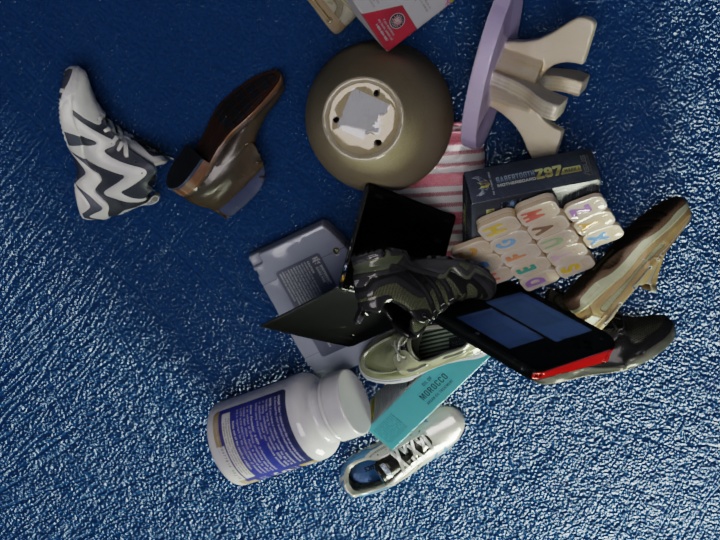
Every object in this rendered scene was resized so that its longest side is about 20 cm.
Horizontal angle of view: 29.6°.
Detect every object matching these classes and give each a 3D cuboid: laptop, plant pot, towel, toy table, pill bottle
[{"bbox_3d":[0.000,0.000,1.695,0.115,0.187,0.202,15,89,39],"label":"laptop"},{"bbox_3d":[0.012,-0.180,1.596,0.185,0.200,0.189,1,97,7],"label":"plant pot"},{"bbox_3d":[0.088,-0.094,1.743,0.145,0.030,0.202,-2,114,5],"label":"towel"},{"bbox_3d":[0.199,-0.225,1.608,0.116,0.184,0.201,19,126,13],"label":"toy table"},{"bbox_3d":[-0.093,0.203,1.810,0.199,0.120,0.120,-21,110,23],"label":"pill bottle"}]

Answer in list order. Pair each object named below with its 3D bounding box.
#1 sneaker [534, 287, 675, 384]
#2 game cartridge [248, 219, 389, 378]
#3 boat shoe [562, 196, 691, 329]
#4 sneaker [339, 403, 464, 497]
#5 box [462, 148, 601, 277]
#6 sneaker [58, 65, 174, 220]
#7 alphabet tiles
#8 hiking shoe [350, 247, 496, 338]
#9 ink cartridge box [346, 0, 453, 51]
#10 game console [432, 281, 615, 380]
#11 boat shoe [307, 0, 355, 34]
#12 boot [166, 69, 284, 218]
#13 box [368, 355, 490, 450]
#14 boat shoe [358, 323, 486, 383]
[{"bbox_3d":[0.304,0.073,1.765,0.198,0.076,0.115,-12,117,15],"label":"sneaker"},{"bbox_3d":[-0.044,0.037,1.801,0.132,0.042,0.201,-25,108,9],"label":"game cartridge"},{"bbox_3d":[0.349,-0.005,1.720,0.200,0.072,0.076,-43,99,5],"label":"boat shoe"},{"bbox_3d":[0.059,0.252,1.861,0.199,0.073,0.072,-33,105,15],"label":"sneaker"},{"bbox_3d":[0.205,-0.062,1.661,0.156,0.051,0.200,-12,150,-1],"label":"box"},{"bbox_3d":[-0.303,-0.164,1.718,0.128,0.080,0.201,-6,107,1],"label":"sneaker"},{"bbox_3d":[0.216,-0.031,1.651,0.194,0.015,0.200,-20,150,17],"label":"alphabet tiles"},{"bbox_3d":[0.073,0.032,1.613,0.199,0.076,0.102,8,84,-29],"label":"hiking shoe"},{"bbox_3d":[0.063,-0.370,1.545,0.200,0.086,0.148,-38,141,2],"label":"ink cartridge box"},{"bbox_3d":[0.193,0.069,1.663,0.199,0.176,0.031,30,115,39],"label":"game console"},{"bbox_3d":[-0.081,-0.365,1.621,0.200,0.072,0.065,41,108,-18],"label":"boat shoe"},{"bbox_3d":[-0.148,-0.158,1.726,0.200,0.075,0.097,-45,129,8],"label":"boot"},{"bbox_3d":[0.092,0.142,1.807,0.049,0.082,0.200,40,110,-13],"label":"box"},{"bbox_3d":[0.074,0.096,1.734,0.199,0.062,0.073,-18,71,31],"label":"boat shoe"}]
